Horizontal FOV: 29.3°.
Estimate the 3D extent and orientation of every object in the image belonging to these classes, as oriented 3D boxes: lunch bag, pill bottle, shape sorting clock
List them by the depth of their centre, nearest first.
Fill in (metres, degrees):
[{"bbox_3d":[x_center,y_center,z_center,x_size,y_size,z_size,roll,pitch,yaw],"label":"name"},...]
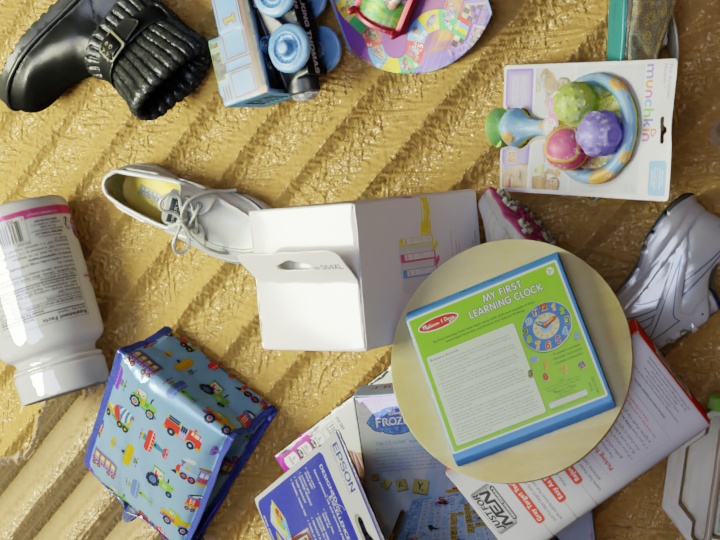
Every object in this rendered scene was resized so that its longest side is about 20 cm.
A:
[{"bbox_3d":[0.122,0.072,1.119,0.199,0.039,0.201,-3,79,17],"label":"shape sorting clock"},{"bbox_3d":[-0.202,0.187,1.409,0.150,0.094,0.201,36,116,15],"label":"lunch bag"},{"bbox_3d":[-0.334,0.032,1.432,0.113,0.113,0.201,-18,87,24],"label":"pill bottle"}]

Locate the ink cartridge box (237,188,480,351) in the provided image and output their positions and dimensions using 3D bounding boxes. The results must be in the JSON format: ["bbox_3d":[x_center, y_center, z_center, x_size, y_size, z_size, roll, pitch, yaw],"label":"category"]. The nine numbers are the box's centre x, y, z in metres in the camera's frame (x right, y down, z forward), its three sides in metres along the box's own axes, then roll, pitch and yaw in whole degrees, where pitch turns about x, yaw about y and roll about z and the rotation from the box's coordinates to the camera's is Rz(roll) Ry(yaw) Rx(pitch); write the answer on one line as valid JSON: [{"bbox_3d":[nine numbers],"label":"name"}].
[{"bbox_3d":[0.000,0.000,1.220,0.128,0.199,0.126,-3,94,42],"label":"ink cartridge box"}]

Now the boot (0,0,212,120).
[{"bbox_3d":[-0.263,-0.201,1.400,0.211,0.079,0.158,-46,76,20],"label":"boot"}]

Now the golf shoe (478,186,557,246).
[{"bbox_3d":[0.137,0.008,1.208,0.092,0.075,0.200,-45,42,20],"label":"golf shoe"}]

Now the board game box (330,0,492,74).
[{"bbox_3d":[0.025,-0.272,1.256,0.157,0.039,0.201,-12,105,33],"label":"board game box"}]

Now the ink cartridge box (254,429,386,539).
[{"bbox_3d":[-0.008,0.259,1.228,0.200,0.047,0.198,-44,65,52],"label":"ink cartridge box"}]

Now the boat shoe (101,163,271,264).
[{"bbox_3d":[-0.173,-0.059,1.368,0.201,0.086,0.075,26,104,20],"label":"boat shoe"}]

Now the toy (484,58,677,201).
[{"bbox_3d":[0.178,-0.122,1.179,0.200,0.047,0.116,9,98,55],"label":"toy"}]

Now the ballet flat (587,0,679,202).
[{"bbox_3d":[0.240,-0.156,1.195,0.070,0.071,0.201,11,101,23],"label":"ballet flat"}]

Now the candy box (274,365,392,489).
[{"bbox_3d":[0.035,0.172,1.308,0.200,0.061,0.137,-40,80,21],"label":"candy box"}]

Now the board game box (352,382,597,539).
[{"bbox_3d":[0.105,0.193,1.224,0.199,0.041,0.201,-6,99,11],"label":"board game box"}]

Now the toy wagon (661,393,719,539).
[{"bbox_3d":[0.362,0.194,1.179,0.199,0.040,0.156,9,98,22],"label":"toy wagon"}]

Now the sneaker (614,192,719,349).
[{"bbox_3d":[0.259,0.034,1.195,0.087,0.074,0.201,33,108,12],"label":"sneaker"}]

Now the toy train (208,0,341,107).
[{"bbox_3d":[-0.093,-0.254,1.320,0.114,0.087,0.201,-14,89,30],"label":"toy train"}]

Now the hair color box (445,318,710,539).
[{"bbox_3d":[0.180,0.142,1.149,0.200,0.061,0.102,-38,92,12],"label":"hair color box"}]
